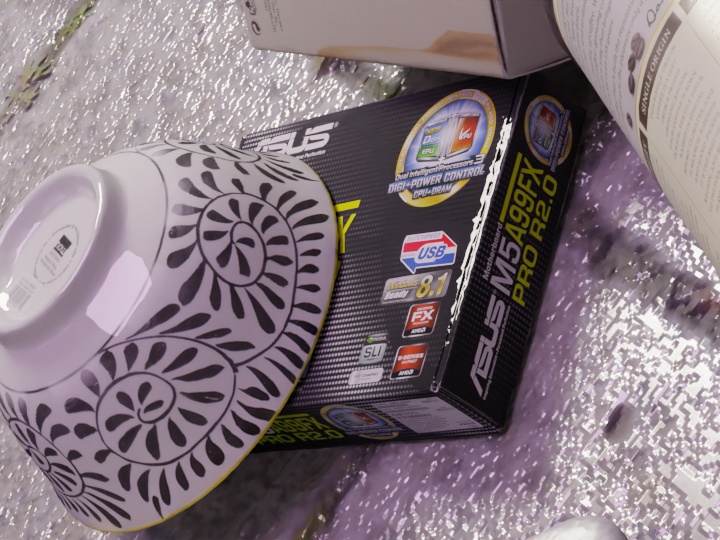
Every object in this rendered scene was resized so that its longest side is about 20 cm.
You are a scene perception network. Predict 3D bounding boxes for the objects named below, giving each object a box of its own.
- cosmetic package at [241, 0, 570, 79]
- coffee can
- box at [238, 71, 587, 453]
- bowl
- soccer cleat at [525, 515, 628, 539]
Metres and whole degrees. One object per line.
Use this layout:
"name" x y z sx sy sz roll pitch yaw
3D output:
"cosmetic package" 0.037 -0.141 1.033 0.105 0.071 0.200 -22 21 -30
"coffee can" 0.162 -0.076 0.803 0.146 0.146 0.200 -44 37 16
"box" 0.000 0.000 1.023 0.200 0.044 0.160 -9 57 47
"bowl" -0.113 0.010 1.032 0.201 0.094 0.201 -32 40 31
"soccer cleat" 0.017 0.157 0.840 0.200 0.085 0.069 -42 37 19
